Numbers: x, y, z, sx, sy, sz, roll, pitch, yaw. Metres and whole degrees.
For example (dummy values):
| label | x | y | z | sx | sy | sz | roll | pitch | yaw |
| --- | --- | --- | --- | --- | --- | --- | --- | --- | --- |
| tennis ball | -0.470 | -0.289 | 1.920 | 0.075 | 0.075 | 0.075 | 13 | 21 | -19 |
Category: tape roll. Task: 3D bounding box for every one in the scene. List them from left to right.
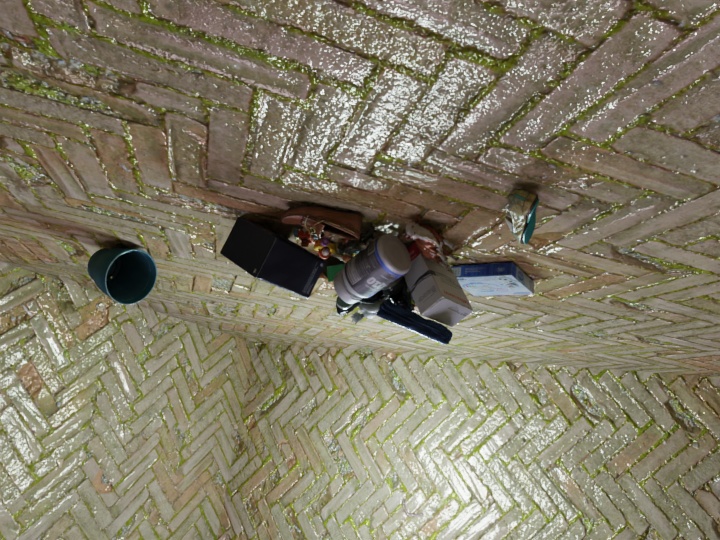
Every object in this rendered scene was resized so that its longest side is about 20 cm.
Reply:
| label | x | y | z | sx | sy | sz | roll | pitch | yaw |
| --- | --- | --- | --- | --- | --- | --- | --- | --- | --- |
| tape roll | 0.000 | 0.000 | 1.618 | 0.198 | 0.049 | 0.200 | -7 | 180 | 0 |

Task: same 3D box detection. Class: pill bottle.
| label | x | y | z | sx | sy | sz | roll | pitch | yaw |
| --- | --- | --- | --- | --- | --- | --- | --- | --- | --- |
| pill bottle | 0.026 | 0.001 | 1.426 | 0.113 | 0.115 | 0.200 | 20 | 138 | -37 |

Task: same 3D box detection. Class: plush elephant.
| label | x | y | z | sx | sy | sz | roll | pitch | yaw |
| --- | --- | --- | --- | --- | --- | --- | --- | --- | --- |
| plush elephant | 0.017 | 0.072 | 1.834 | 0.199 | 0.165 | 0.155 | -31 | 111 | 12 |

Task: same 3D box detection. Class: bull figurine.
| label | x | y | z | sx | sy | sz | roll | pitch | yaw |
| --- | --- | --- | --- | --- | --- | --- | --- | --- | --- |
| bull figurine | 0.178 | -0.065 | 1.359 | 0.121 | 0.065 | 0.200 | 38 | -178 | 20 |

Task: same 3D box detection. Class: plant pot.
| label | x | y | z | sx | sy | sz | roll | pitch | yaw |
| --- | --- | --- | --- | --- | --- | --- | --- | --- | --- |
| plant pot | -0.877 | 0.002 | 1.983 | 0.187 | 0.202 | 0.200 | 16 | 171 | 35 |

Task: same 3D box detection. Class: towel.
| label | x | y | z | sx | sy | sz | roll | pitch | yaw |
| --- | --- | --- | --- | --- | --- | --- | --- | --- | --- |
| towel | 0.147 | 0.138 | 1.451 | 0.199 | 0.049 | 0.112 | 22 | 178 | 16 |

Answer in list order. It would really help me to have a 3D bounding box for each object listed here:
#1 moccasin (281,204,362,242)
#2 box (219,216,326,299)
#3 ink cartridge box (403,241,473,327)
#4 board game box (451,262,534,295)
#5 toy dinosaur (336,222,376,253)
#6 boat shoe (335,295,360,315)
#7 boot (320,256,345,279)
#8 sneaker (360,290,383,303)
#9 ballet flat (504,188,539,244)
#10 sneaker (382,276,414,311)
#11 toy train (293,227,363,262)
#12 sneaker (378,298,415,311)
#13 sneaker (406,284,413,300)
| label | x | y | z | sx | sy | sz | roll | pitch | yaw |
| --- | --- | --- | --- | --- | --- | --- | --- | --- | --- |
| moccasin | -0.096 | -0.111 | 1.347 | 0.199 | 0.078 | 0.074 | 10 | 164 | -6 |
| box | -0.237 | -0.036 | 1.494 | 0.199 | 0.124 | 0.198 | 28 | -178 | 42 |
| ink cartridge box | 0.199 | 0.039 | 1.475 | 0.144 | 0.201 | 0.084 | 23 | 124 | -42 |
| board game box | 0.393 | 0.029 | 1.642 | 0.199 | 0.044 | 0.199 | -3 | 160 | 35 |
| toy dinosaur | 0.000 | -0.076 | 1.408 | 0.048 | 0.088 | 0.200 | 52 | 165 | -11 |
| boat shoe | -0.007 | 0.063 | 1.728 | 0.076 | 0.200 | 0.061 | 42 | 149 | 20 |
| boot | -0.121 | 0.003 | 1.781 | 0.198 | 0.074 | 0.155 | 20 | 164 | 2 |
| sneaker | 0.031 | 0.056 | 1.645 | 0.199 | 0.077 | 0.090 | -5 | -178 | -42 |
| ballet flat | 0.335 | -0.116 | 1.151 | 0.070 | 0.071 | 0.200 | 4 | 164 | 15 |
| sneaker | 0.112 | 0.073 | 1.525 | 0.074 | 0.107 | 0.200 | -30 | 173 | 3 |
| toy train | -0.085 | -0.067 | 1.538 | 0.198 | 0.056 | 0.150 | 7 | 164 | 6 |
| sneaker | 0.101 | 0.122 | 1.668 | 0.076 | 0.076 | 0.200 | -34 | 169 | 27 |
| sneaker | 0.158 | 0.016 | 1.621 | 0.074 | 0.087 | 0.200 | -31 | -169 | 6 |
